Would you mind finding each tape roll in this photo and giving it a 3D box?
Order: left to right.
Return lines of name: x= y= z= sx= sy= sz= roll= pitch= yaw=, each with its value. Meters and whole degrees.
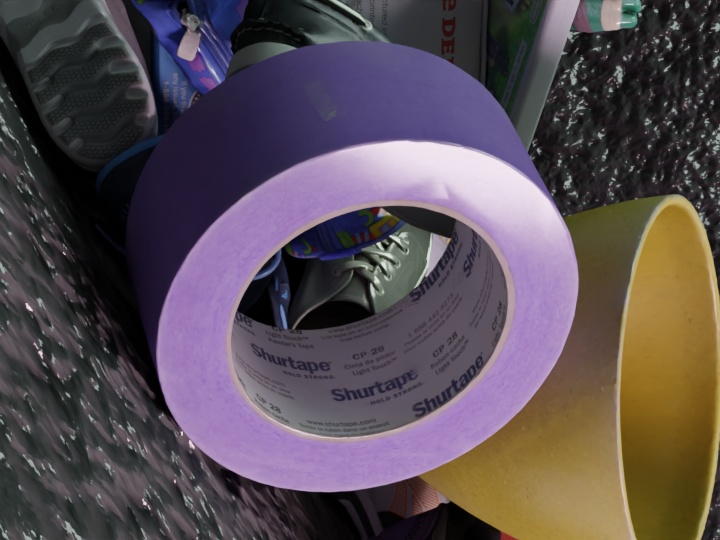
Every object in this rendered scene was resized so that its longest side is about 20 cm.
tape roll: x=-0.005 y=0.001 z=1.029 sx=0.200 sy=0.199 sz=0.085 roll=54 pitch=8 yaw=-40

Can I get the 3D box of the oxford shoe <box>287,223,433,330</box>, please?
oxford shoe: x=0.000 y=0.000 z=1.241 sx=0.075 sy=0.201 sz=0.058 roll=21 pitch=-28 yaw=-3

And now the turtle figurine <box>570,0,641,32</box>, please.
turtle figurine: x=0.093 y=-0.176 z=1.330 sx=0.100 sy=0.201 sz=0.150 roll=13 pitch=36 yaw=-26

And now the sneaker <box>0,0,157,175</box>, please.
sneaker: x=-0.154 y=-0.127 z=1.112 sx=0.082 sy=0.074 sz=0.201 roll=78 pitch=-7 yaw=-70

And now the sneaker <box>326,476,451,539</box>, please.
sneaker: x=0.035 y=0.140 z=1.266 sx=0.201 sy=0.080 sz=0.074 roll=61 pitch=4 yaw=-8

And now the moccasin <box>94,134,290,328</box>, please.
moccasin: x=-0.068 y=-0.006 z=1.116 sx=0.068 sy=0.080 sz=0.200 roll=66 pitch=9 yaw=25

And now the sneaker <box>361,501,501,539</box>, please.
sneaker: x=0.055 y=0.190 z=1.141 sx=0.076 sy=0.087 sz=0.200 roll=55 pitch=8 yaw=-38

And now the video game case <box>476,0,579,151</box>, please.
video game case: x=0.059 y=-0.160 z=1.271 sx=0.182 sy=0.022 sz=0.201 roll=59 pitch=-34 yaw=38

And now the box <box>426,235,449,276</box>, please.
box: x=0.004 y=-0.042 z=1.543 sx=0.158 sy=0.048 sz=0.200 roll=44 pitch=-10 yaw=-13

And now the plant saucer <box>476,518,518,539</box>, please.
plant saucer: x=0.099 y=0.203 z=1.315 sx=0.200 sy=0.036 sz=0.201 roll=56 pitch=22 yaw=-82

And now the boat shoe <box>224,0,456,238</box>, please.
boat shoe: x=0.017 y=-0.077 z=1.085 sx=0.200 sy=0.075 sz=0.061 roll=36 pitch=55 yaw=-42

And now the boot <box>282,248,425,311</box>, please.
boot: x=-0.046 y=-0.026 z=1.310 sx=0.076 sy=0.199 sz=0.169 roll=132 pitch=-33 yaw=-56

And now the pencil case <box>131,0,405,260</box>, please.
pencil case: x=-0.044 y=-0.093 z=1.131 sx=0.200 sy=0.078 sz=0.087 roll=59 pitch=32 yaw=-31

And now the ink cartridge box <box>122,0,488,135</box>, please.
ink cartridge box: x=-0.035 y=-0.145 z=1.218 sx=0.084 sy=0.199 sz=0.146 roll=36 pitch=-51 yaw=57

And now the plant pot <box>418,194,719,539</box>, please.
plant pot: x=0.098 y=0.060 z=1.169 sx=0.200 sy=0.141 sz=0.201 roll=1 pitch=90 yaw=-67
